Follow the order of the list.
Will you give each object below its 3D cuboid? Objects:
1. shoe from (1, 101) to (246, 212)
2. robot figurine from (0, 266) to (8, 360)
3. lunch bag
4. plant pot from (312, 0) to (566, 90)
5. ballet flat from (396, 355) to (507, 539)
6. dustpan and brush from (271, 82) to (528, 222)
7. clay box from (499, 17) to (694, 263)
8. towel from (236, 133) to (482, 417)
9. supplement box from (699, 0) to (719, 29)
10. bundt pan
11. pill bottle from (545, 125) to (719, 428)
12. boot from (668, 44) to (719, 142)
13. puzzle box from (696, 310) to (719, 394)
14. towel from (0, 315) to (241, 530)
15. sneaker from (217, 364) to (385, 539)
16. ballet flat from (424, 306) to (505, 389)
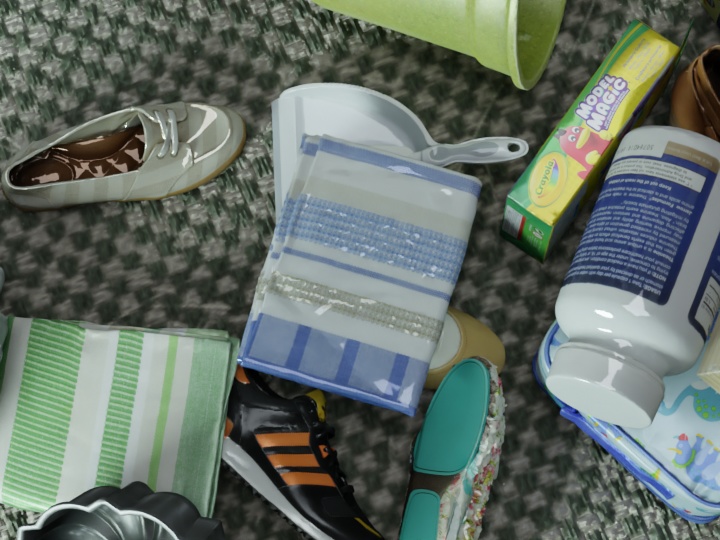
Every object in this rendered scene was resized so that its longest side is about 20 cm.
[{"bbox_3d":[-0.186,-0.089,1.705,0.199,0.053,0.070,-15,77,-4],"label":"shoe"},{"bbox_3d":[-0.337,0.077,1.636,0.169,0.113,0.201,5,72,43],"label":"robot figurine"},{"bbox_3d":[0.239,0.082,1.651,0.200,0.082,0.161,40,77,8],"label":"lunch bag"},{"bbox_3d":[0.060,-0.255,1.689,0.183,0.200,0.202,11,77,14],"label":"plant pot"},{"bbox_3d":[0.071,0.166,1.644,0.075,0.064,0.201,10,78,39],"label":"ballet flat"},{"bbox_3d":[0.031,-0.085,1.701,0.198,0.057,0.141,-3,77,-1],"label":"dustpan and brush"},{"bbox_3d":[0.183,-0.109,1.680,0.047,0.115,0.200,33,78,8],"label":"clay box"},{"bbox_3d":[0.000,0.000,1.639,0.146,0.024,0.201,15,70,5],"label":"towel"},{"bbox_3d":[0.325,-0.329,1.721,0.199,0.134,0.200,-33,79,-7],"label":"supplement box"},{"bbox_3d":[-0.159,0.240,1.581,0.201,0.076,0.203,8,115,18],"label":"bundt pan"},{"bbox_3d":[0.207,0.006,1.571,0.110,0.111,0.201,22,73,5],"label":"pill bottle"},{"bbox_3d":[0.317,-0.085,1.653,0.077,0.155,0.200,-38,80,-9],"label":"boot"},{"bbox_3d":[0.339,0.071,1.598,0.200,0.025,0.134,37,62,-26],"label":"puzzle box"},{"bbox_3d":[-0.193,0.113,1.643,0.199,0.023,0.154,5,78,20],"label":"towel"},{"bbox_3d":[-0.042,0.139,1.640,0.200,0.070,0.090,39,89,10],"label":"sneaker"},{"bbox_3d":[0.015,0.043,1.670,0.199,0.063,0.069,18,84,4],"label":"ballet flat"}]
